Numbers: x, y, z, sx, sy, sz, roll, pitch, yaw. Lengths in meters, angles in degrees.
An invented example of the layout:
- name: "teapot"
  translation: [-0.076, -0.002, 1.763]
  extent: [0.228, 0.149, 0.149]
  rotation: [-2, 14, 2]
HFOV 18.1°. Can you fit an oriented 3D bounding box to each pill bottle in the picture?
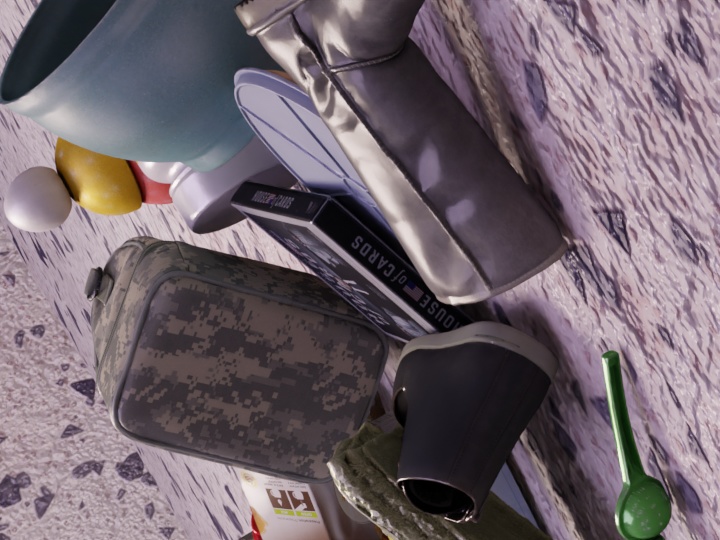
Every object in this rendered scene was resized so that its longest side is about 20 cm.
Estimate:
- name: "pill bottle"
  translation: [-0.127, -0.134, 1.608]
  extent: [0.201, 0.114, 0.114]
  rotation: [59, 167, 12]

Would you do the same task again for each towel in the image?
- name: "towel"
  translation: [0.067, 0.165, 1.400]
  extent: [0.199, 0.037, 0.148]
  rotation: [37, -168, 6]

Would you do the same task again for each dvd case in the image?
- name: "dvd case"
  translation: [0.000, 0.000, 1.462]
  extent: [0.150, 0.025, 0.200]
  rotation: [40, 172, -17]

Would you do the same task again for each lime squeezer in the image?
- name: "lime squeezer"
  translation: [0.164, 0.142, 1.209]
  extent: [0.201, 0.038, 0.071]
  rotation: [61, 167, 7]

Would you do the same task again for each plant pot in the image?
- name: "plant pot"
  translation: [-0.115, -0.147, 1.426]
  extent: [0.134, 0.201, 0.200]
  rotation: [37, 176, -21]

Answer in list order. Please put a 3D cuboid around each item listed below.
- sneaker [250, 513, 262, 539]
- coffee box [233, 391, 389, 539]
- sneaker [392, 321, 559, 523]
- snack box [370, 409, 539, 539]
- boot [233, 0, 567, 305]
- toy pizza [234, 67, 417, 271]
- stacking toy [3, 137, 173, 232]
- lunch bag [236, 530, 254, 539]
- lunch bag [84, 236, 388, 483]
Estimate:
- name: "sneaker"
  translation: [-0.023, 0.239, 1.971]
  extent: [0.200, 0.115, 0.079]
  rotation: [39, 154, 61]
- name: "coffee box"
  translation: [-0.016, 0.197, 1.805]
  extent: [0.079, 0.114, 0.201]
  rotation: [0, 120, 38]
- name: "sneaker"
  translation: [0.045, 0.099, 1.360]
  extent: [0.074, 0.107, 0.200]
  rotation: [31, 161, -5]
- name: "snack box"
  translation: [0.072, 0.190, 1.602]
  extent: [0.170, 0.067, 0.200]
  rotation: [63, 166, -10]
- name: "boot"
  translation: [0.040, -0.081, 1.152]
  extent: [0.201, 0.072, 0.181]
  rotation: [57, 150, -9]
- name: "toy pizza"
  translation: [0.009, -0.057, 1.329]
  extent: [0.200, 0.032, 0.200]
  rotation: [38, 170, 8]
- name: "stacking toy"
  translation: [-0.183, -0.092, 1.718]
  extent: [0.147, 0.199, 0.146]
  rotation: [57, 166, 22]
- name: "lunch bag"
  translation: [-0.062, 0.367, 2.342]
  extent: [0.169, 0.139, 0.200]
  rotation: [67, 167, -19]
- name: "lunch bag"
  translation: [-0.093, 0.053, 1.643]
  extent: [0.168, 0.198, 0.140]
  rotation: [-126, 54, -64]
